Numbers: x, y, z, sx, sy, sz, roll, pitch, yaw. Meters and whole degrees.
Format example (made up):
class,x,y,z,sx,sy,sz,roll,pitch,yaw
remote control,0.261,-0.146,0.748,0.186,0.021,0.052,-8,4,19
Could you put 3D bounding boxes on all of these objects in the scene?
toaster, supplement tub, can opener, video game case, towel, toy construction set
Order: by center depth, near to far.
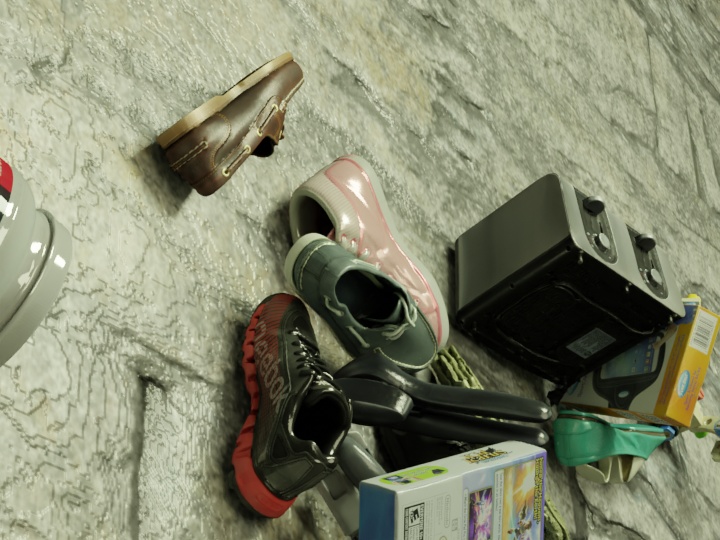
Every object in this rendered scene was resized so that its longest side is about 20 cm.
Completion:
class,x,y,z,sx,sy,sz,roll,pitch,yaw
supplement tub,-0.285,-0.035,0.920,0.200,0.140,0.141,42,37,-31
video game case,0.073,0.250,1.224,0.180,0.045,0.203,-7,102,-44
can opener,0.024,0.221,1.245,0.201,0.053,0.067,60,-10,-14
can opener,0.063,0.120,1.304,0.197,0.064,0.079,11,41,1
towel,0.124,0.162,1.431,0.201,0.036,0.148,58,1,-14
toaster,0.204,0.018,1.582,0.180,0.199,0.120,30,41,-30
toy construction set,0.383,0.136,1.800,0.201,0.130,0.092,59,32,-6

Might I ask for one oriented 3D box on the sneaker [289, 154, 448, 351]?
class,x,y,z,sx,sy,sz,roll,pitch,yaw
sneaker,0.000,0.000,1.389,0.104,0.075,0.202,-28,92,-52

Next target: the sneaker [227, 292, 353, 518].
class,x,y,z,sx,sy,sz,roll,pitch,yaw
sneaker,-0.049,0.094,1.220,0.071,0.097,0.202,36,39,-34

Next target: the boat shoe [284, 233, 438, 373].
class,x,y,z,sx,sy,sz,roll,pitch,yaw
boat shoe,0.013,0.040,1.309,0.073,0.062,0.200,-55,133,-8

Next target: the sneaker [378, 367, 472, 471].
class,x,y,z,sx,sy,sz,roll,pitch,yaw
sneaker,0.070,0.168,1.349,0.076,0.090,0.202,29,44,-41

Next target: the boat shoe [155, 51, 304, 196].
class,x,y,z,sx,sy,sz,roll,pitch,yaw
boat shoe,-0.101,-0.125,1.331,0.071,0.070,0.200,51,41,-6

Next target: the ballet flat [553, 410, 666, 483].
class,x,y,z,sx,sy,sz,roll,pitch,yaw
ballet flat,0.265,0.194,1.660,0.199,0.067,0.071,15,80,-51

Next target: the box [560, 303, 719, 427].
class,x,y,z,sx,sy,sz,roll,pitch,yaw
box,0.283,0.094,1.622,0.041,0.199,0.120,25,78,-30
